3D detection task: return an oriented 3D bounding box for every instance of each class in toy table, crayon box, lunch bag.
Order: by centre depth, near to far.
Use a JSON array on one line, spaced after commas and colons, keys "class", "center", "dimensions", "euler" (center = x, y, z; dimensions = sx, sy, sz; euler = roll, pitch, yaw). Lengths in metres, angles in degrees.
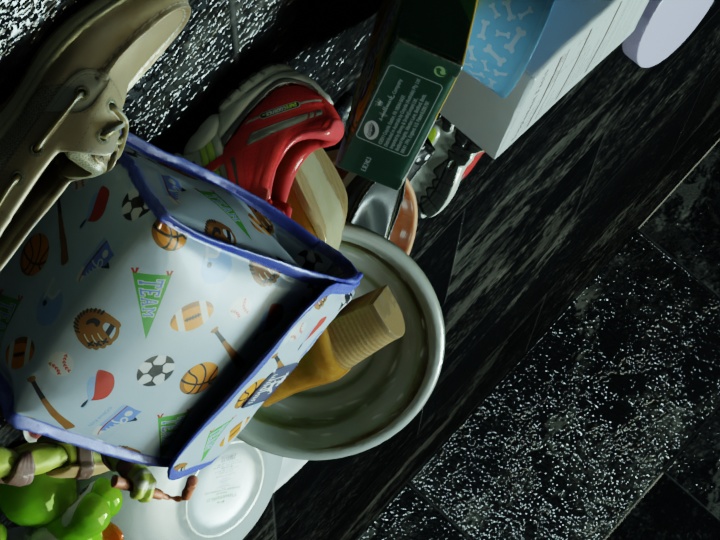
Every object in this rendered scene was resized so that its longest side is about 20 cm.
[{"class": "lunch bag", "center": [-0.111, 0.032, 1.149], "dimensions": [0.200, 0.124, 0.170], "euler": [25, 111, -45]}, {"class": "crayon box", "center": [0.042, -0.170, 1.294], "dimensions": [0.126, 0.051, 0.201], "euler": [117, -9, -46]}, {"class": "toy table", "center": [0.251, -0.272, 1.706], "dimensions": [0.184, 0.117, 0.200], "euler": [-48, 167, -5]}]

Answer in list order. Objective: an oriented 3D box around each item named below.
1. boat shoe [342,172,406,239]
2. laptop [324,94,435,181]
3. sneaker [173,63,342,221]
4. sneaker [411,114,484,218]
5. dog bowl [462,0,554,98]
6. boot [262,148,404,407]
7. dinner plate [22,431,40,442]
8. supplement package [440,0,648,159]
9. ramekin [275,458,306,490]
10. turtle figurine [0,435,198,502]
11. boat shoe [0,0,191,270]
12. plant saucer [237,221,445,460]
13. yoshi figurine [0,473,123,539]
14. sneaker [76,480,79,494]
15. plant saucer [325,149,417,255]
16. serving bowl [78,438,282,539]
[{"class": "boat shoe", "center": [0.000, 0.000, 1.472], "dimensions": [0.072, 0.068, 0.201], "euler": [-7, 127, -43]}, {"class": "laptop", "center": [-0.032, -0.068, 1.570], "dimensions": [0.178, 0.103, 0.200], "euler": [-52, 142, 9]}, {"class": "sneaker", "center": [-0.089, -0.043, 1.222], "dimensions": [0.200, 0.085, 0.077], "euler": [-50, 167, -1]}, {"class": "sneaker", "center": [0.096, -0.138, 1.706], "dimensions": [0.200, 0.077, 0.085], "euler": [-48, -179, 28]}, {"class": "dog bowl", "center": [0.106, -0.210, 1.332], "dimensions": [0.201, 0.049, 0.112], "euler": [-78, -169, -48]}, {"class": "boot", "center": [-0.070, -0.006, 1.343], "dimensions": [0.144, 0.202, 0.071], "euler": [-24, -173, 26]}, {"class": "dinner plate", "center": [-0.178, 0.045, 1.357], "dimensions": [0.200, 0.024, 0.200], "euler": [-46, 167, -14]}, {"class": "supplement package", "center": [0.139, -0.209, 1.493], "dimensions": [0.200, 0.117, 0.117], "euler": [-42, 167, -29]}, {"class": "ramekin", "center": [-0.074, 0.115, 1.763], "dimensions": [0.200, 0.098, 0.201], "euler": [-46, 167, -13]}, {"class": "turtle figurine", "center": [-0.194, 0.125, 1.260], "dimensions": [0.160, 0.065, 0.200], "euler": [-9, -171, -21]}, {"class": "boat shoe", "center": [-0.153, -0.074, 0.983], "dimensions": [0.200, 0.065, 0.072], "euler": [-47, 168, -13]}, {"class": "plant saucer", "center": [-0.036, 0.047, 1.426], "dimensions": [0.200, 0.200, 0.050], "euler": [-53, -166, 18]}, {"class": "yoshi figurine", "center": [-0.262, 0.200, 1.430], "dimensions": [0.112, 0.113, 0.200], "euler": [20, 134, -35]}, {"class": "sneaker", "center": [-0.189, 0.168, 1.567], "dimensions": [0.200, 0.075, 0.085], "euler": [-49, 164, -4]}, {"class": "plant saucer", "center": [-0.043, -0.013, 1.500], "dimensions": [0.200, 0.032, 0.201], "euler": [-26, 139, -25]}, {"class": "serving bowl", "center": [-0.130, 0.163, 1.508], "dimensions": [0.200, 0.066, 0.201], "euler": [-26, 127, -39]}]
